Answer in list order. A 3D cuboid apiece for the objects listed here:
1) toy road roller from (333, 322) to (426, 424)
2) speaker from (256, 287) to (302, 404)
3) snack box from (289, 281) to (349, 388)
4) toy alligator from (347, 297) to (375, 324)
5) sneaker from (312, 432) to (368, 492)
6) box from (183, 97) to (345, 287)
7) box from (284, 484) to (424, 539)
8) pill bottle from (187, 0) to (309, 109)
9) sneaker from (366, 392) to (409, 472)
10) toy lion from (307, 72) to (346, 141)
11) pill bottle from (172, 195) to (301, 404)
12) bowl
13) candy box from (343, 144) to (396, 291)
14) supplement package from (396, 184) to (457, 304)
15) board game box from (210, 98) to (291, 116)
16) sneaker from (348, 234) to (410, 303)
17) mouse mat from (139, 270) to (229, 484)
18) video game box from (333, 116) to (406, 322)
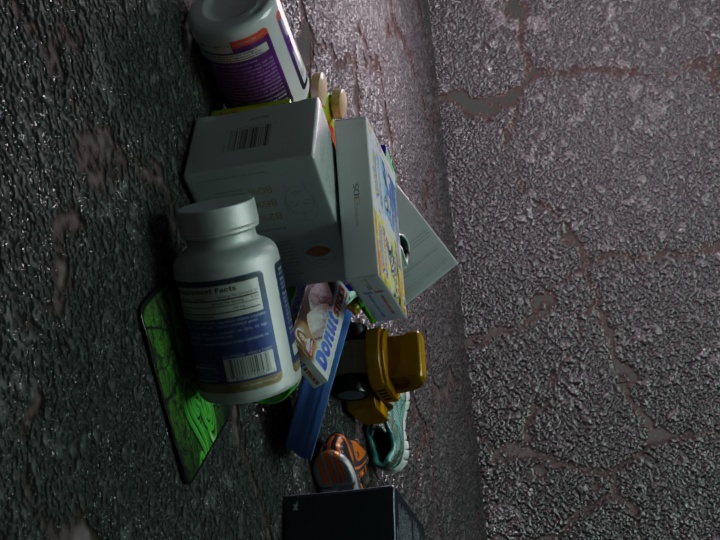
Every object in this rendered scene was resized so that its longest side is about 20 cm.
[{"bbox_3d":[0.041,0.164,1.802,0.200,0.146,0.123,59,27,-62],"label":"toy road roller"},{"bbox_3d":[-0.100,0.077,1.357,0.200,0.088,0.088,-75,154,-60],"label":"speaker"},{"bbox_3d":[-0.054,0.056,1.336,0.072,0.024,0.200,52,23,-20],"label":"snack box"},{"bbox_3d":[-0.019,0.009,1.858,0.054,0.059,0.200,28,-29,48],"label":"toy alligator"},{"bbox_3d":[-0.010,0.329,1.635,0.112,0.078,0.200,-63,144,-67],"label":"sneaker"},{"bbox_3d":[-0.098,-0.083,1.298,0.200,0.152,0.106,72,15,-44],"label":"box"},{"bbox_3d":[-0.003,0.371,1.475,0.200,0.148,0.107,62,24,-58],"label":"box"},{"bbox_3d":[-0.127,-0.249,1.358,0.200,0.111,0.111,69,18,-47],"label":"pill bottle"},{"bbox_3d":[0.044,0.257,1.941,0.091,0.078,0.200,10,71,-73],"label":"sneaker"},{"bbox_3d":[-0.069,-0.198,1.736,0.200,0.069,0.192,12,79,-77],"label":"toy lion"},{"bbox_3d":[-0.132,0.028,1.146,0.111,0.111,0.200,-54,135,-72],"label":"pill bottle"},{"bbox_3d":[-0.056,0.146,1.449,0.201,0.039,0.201,15,90,-90],"label":"bowl"},{"bbox_3d":[-0.038,-0.069,1.523,0.077,0.169,0.200,71,17,-55],"label":"candy box"},{"bbox_3d":[0.048,-0.055,1.797,0.200,0.117,0.117,52,0,-2],"label":"supplement package"},{"bbox_3d":[-0.108,-0.121,1.390,0.200,0.102,0.048,69,19,-49],"label":"board game box"},{"bbox_3d":[0.000,0.000,1.580,0.074,0.118,0.200,64,33,-17],"label":"sneaker"},{"bbox_3d":[-0.180,0.101,1.158,0.161,0.008,0.200,-65,147,-68],"label":"mouse mat"},{"bbox_3d":[0.013,-0.058,1.335,0.182,0.047,0.200,49,34,-68],"label":"video game box"}]
